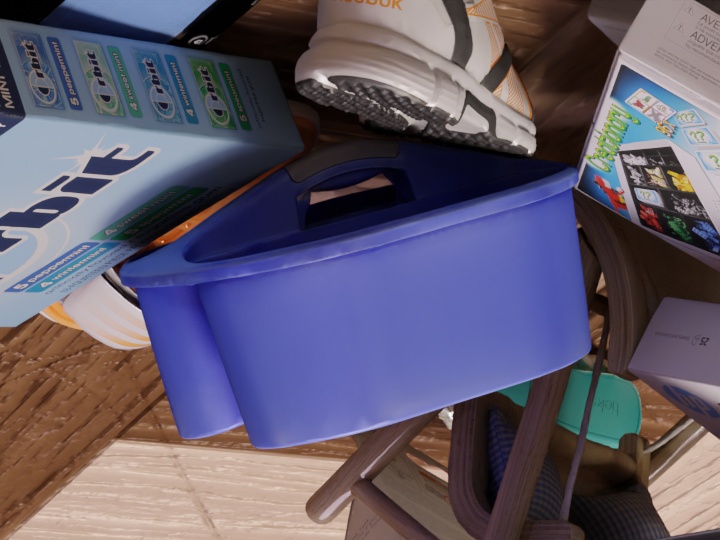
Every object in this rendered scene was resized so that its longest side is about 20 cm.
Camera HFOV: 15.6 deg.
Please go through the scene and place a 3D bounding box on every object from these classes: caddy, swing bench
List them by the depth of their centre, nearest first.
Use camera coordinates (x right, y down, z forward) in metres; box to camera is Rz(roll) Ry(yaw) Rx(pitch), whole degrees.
[{"bbox_3d":[0.000,0.000,1.072,0.199,0.106,0.141,-16,-171,-30],"label":"caddy"},{"bbox_3d":[0.115,0.076,1.219,0.198,0.130,0.201,24,99,-49],"label":"swing bench"}]

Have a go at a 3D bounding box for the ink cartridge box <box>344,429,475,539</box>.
[{"bbox_3d":[0.054,0.162,1.357,0.160,0.200,0.047,33,103,-27],"label":"ink cartridge box"}]

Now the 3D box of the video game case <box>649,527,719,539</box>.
[{"bbox_3d":[0.117,0.146,1.099,0.199,0.019,0.143,-8,152,-6],"label":"video game case"}]

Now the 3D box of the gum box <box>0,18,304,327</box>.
[{"bbox_3d":[-0.146,-0.033,1.008,0.169,0.045,0.200,-30,164,30],"label":"gum box"}]

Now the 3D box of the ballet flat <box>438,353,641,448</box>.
[{"bbox_3d":[0.071,0.062,1.351,0.071,0.072,0.200,-24,151,29],"label":"ballet flat"}]

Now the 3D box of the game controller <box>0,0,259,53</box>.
[{"bbox_3d":[-0.096,-0.097,0.986,0.104,0.042,0.200,12,148,-37],"label":"game controller"}]

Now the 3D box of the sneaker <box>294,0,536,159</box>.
[{"bbox_3d":[0.031,-0.090,1.012,0.073,0.081,0.200,8,176,12],"label":"sneaker"}]

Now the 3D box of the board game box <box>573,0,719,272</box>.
[{"bbox_3d":[0.150,-0.038,1.015,0.126,0.035,0.200,31,170,5],"label":"board game box"}]

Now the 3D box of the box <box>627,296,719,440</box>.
[{"bbox_3d":[0.229,0.084,1.086,0.200,0.041,0.156,38,166,-28],"label":"box"}]

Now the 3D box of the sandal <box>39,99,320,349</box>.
[{"bbox_3d":[-0.086,-0.007,1.156,0.079,0.060,0.207,8,150,-31],"label":"sandal"}]

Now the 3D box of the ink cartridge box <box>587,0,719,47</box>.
[{"bbox_3d":[0.202,-0.055,1.018,0.200,0.057,0.162,33,170,-39],"label":"ink cartridge box"}]
